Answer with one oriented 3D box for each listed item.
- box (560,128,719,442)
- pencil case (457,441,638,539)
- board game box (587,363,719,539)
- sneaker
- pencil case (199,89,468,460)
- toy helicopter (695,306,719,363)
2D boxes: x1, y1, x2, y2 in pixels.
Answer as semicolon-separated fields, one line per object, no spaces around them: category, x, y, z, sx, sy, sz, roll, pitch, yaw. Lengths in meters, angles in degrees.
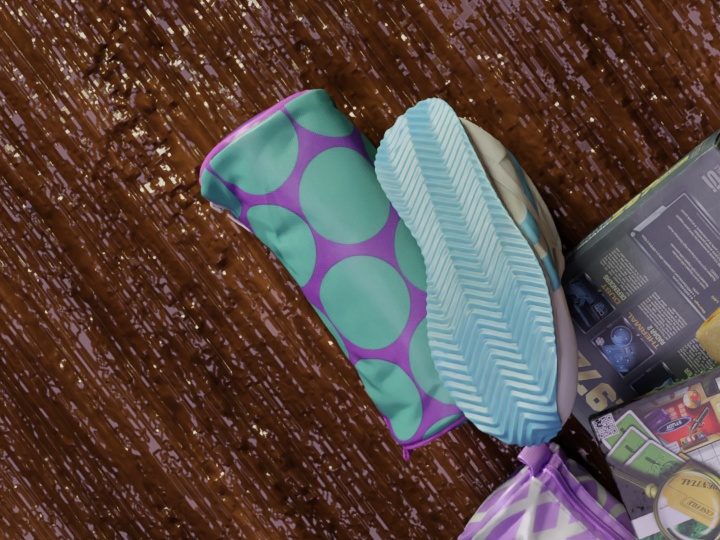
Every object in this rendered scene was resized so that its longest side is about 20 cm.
box;0.194;0.050;1.154;0.158;0.051;0.200;-42;90;22
pencil case;0.147;0.180;1.187;0.200;0.084;0.086;39;147;2
board game box;0.226;0.084;1.098;0.200;0.023;0.105;-24;91;9
sneaker;0.074;0.003;1.111;0.076;0.081;0.200;-35;51;26
pencil case;0.000;0.000;1.184;0.092;0.085;0.200;-36;93;24
toy helicopter;0.241;-0.028;1.048;0.200;0.132;0.079;-43;90;1
